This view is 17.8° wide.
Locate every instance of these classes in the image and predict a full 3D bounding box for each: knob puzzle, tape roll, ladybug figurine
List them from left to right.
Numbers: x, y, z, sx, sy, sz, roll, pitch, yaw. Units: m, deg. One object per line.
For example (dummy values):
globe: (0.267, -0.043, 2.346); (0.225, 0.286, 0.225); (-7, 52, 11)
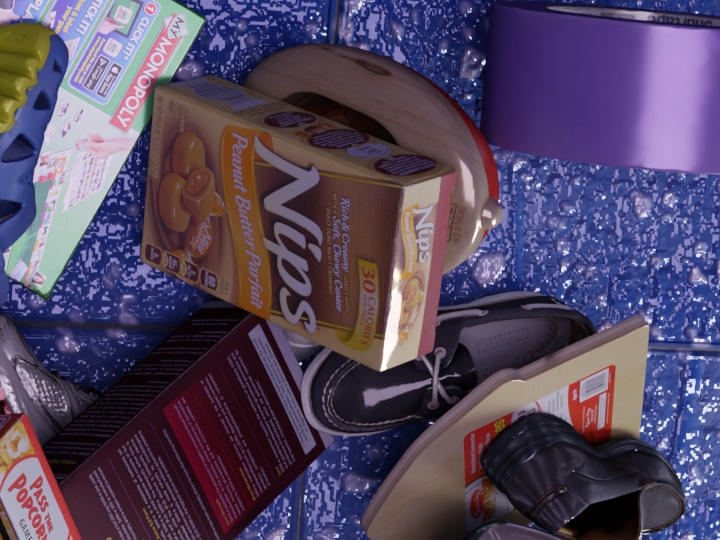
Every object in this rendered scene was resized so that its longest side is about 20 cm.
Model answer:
ladybug figurine: (0.011, -0.068, 1.396); (0.072, 0.199, 0.137); (-20, 130, -47)
knob puzzle: (0.086, 0.112, 1.455); (0.218, 0.031, 0.220); (-23, 147, -15)
tape roll: (0.173, -0.113, 1.396); (0.198, 0.200, 0.086); (2, 99, -12)

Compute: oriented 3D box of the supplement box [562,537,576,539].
supplement box: (0.163, 0.232, 1.456); (0.069, 0.200, 0.067); (38, 91, -15)

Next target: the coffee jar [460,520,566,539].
coffee jar: (0.070, 0.226, 1.443); (0.104, 0.200, 0.086); (21, 62, -15)

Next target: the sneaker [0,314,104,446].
sneaker: (-0.167, 0.099, 1.436); (0.082, 0.078, 0.200); (-43, 113, -9)

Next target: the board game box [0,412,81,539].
board game box: (-0.223, 0.178, 1.318); (0.150, 0.046, 0.201); (-3, 119, 32)

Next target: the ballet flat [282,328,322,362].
ballet flat: (0.000, 0.000, 1.450); (0.199, 0.069, 0.070); (-32, 105, -4)

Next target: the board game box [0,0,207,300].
board game box: (-0.201, -0.101, 1.409); (0.134, 0.029, 0.201); (30, 93, -16)

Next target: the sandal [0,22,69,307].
sandal: (-0.225, -0.051, 1.368); (0.087, 0.079, 0.201); (28, 88, -46)

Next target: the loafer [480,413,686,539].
loafer: (0.153, 0.150, 1.464); (0.073, 0.073, 0.199); (-46, 145, 22)

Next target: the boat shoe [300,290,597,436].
boat shoe: (0.058, 0.060, 1.447); (0.199, 0.060, 0.075); (-11, 102, -29)

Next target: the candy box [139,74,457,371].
candy box: (-0.041, -0.032, 1.365); (0.055, 0.199, 0.116); (-18, 123, -46)

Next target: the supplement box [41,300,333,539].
supplement box: (-0.113, 0.116, 1.382); (0.200, 0.061, 0.109); (-42, 117, -38)
